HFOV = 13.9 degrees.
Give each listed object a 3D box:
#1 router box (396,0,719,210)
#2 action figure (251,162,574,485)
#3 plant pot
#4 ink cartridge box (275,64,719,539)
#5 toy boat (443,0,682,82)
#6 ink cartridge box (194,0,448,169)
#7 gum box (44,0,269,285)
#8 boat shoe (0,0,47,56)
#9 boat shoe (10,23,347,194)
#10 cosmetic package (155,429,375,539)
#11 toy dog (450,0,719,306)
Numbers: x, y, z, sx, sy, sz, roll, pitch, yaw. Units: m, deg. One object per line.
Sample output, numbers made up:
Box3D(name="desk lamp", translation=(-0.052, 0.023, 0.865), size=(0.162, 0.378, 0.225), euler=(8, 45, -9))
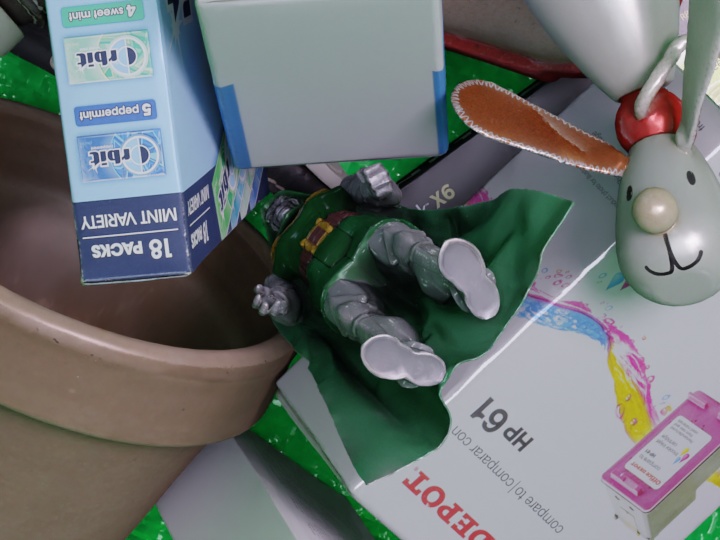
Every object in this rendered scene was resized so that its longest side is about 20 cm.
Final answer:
Box3D(name="router box", translation=(0.107, -0.006, 1.235), size=(0.200, 0.052, 0.157), euler=(-36, 95, 2))
Box3D(name="action figure", translation=(0.000, 0.000, 1.084), size=(0.055, 0.200, 0.118), euler=(41, 86, -20))
Box3D(name="plant pot", translation=(-0.146, 0.049, 1.183), size=(0.200, 0.200, 0.175), euler=(27, 111, -3))
Box3D(name="ink cartridge box", translation=(0.089, 0.035, 1.139), size=(0.200, 0.085, 0.145), euler=(-43, 129, 5))
Box3D(name="toy boat", translation=(0.095, -0.164, 1.189), size=(0.130, 0.131, 0.200), euler=(20, 81, 22))
Box3D(name="ink cartridge box", translation=(-0.016, -0.157, 1.058), size=(0.084, 0.145, 0.200), euler=(-4, 69, 3))
Box3D(name="gum box", translation=(-0.078, -0.110, 1.088), size=(0.044, 0.170, 0.200), euler=(-6, 100, 8))
Box3D(name="boat shoe", translation=(-0.168, -0.162, 1.170), size=(0.060, 0.200, 0.072), euler=(-41, 138, 1))
Box3D(name="boat shoe", translation=(-0.095, -0.080, 1.217), size=(0.200, 0.074, 0.060), euler=(37, 93, 0))
Box3D(name="cosmetic package", translation=(-0.026, 0.121, 1.162), size=(0.083, 0.200, 0.051), euler=(40, 93, -22))
Box3D(name="toy dog", translation=(0.087, -0.096, 1.040), size=(0.132, 0.096, 0.200), euler=(-40, 61, 6))
